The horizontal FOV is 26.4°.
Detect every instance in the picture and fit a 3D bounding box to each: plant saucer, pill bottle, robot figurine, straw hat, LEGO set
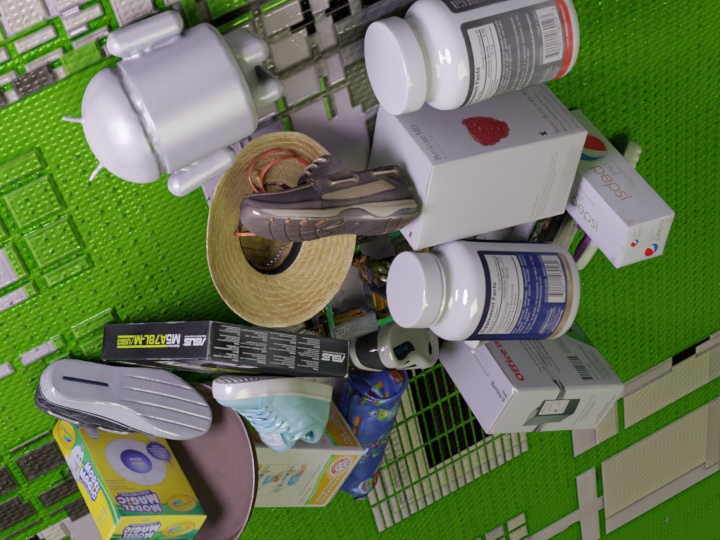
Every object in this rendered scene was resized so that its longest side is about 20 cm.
[{"bbox_3d":[-0.181,0.228,1.752,0.032,0.201,0.201,2,130,-48],"label":"plant saucer"},{"bbox_3d":[0.112,-0.229,1.554,0.198,0.116,0.117,-17,139,-20],"label":"pill bottle"},{"bbox_3d":[-0.173,-0.153,1.421,0.199,0.113,0.171,-26,114,-11],"label":"robot figurine"},{"bbox_3d":[0.133,0.022,1.689,0.198,0.111,0.112,1,130,-29],"label":"pill bottle"},{"bbox_3d":[-0.102,-0.047,1.607,0.200,0.085,0.203,-7,102,-37],"label":"straw hat"},{"bbox_3d":[0.000,0.000,1.749,0.199,0.116,0.155,-26,112,-17],"label":"LEGO set"}]

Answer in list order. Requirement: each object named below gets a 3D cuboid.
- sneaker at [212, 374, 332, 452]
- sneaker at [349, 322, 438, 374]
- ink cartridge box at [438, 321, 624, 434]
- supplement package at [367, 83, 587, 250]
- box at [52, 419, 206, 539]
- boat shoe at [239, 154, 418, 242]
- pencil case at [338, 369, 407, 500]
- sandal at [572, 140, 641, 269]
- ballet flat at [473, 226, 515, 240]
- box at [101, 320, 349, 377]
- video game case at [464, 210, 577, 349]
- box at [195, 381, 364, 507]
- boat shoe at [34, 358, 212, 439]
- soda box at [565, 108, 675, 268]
[{"bbox_3d":[-0.092,0.160,1.701,0.073,0.083,0.199,-3,171,34],"label":"sneaker"},{"bbox_3d":[0.019,0.088,1.871,0.111,0.074,0.200,-8,175,20],"label":"sneaker"},{"bbox_3d":[0.219,0.130,1.990,0.199,0.146,0.084,2,131,-37],"label":"ink cartridge box"},{"bbox_3d":[0.124,-0.122,1.671,0.198,0.122,0.120,-15,138,-25],"label":"supplement package"},{"bbox_3d":[-0.253,0.235,1.701,0.117,0.201,0.049,7,127,-41],"label":"box"},{"bbox_3d":[-0.036,-0.075,1.565,0.198,0.074,0.074,-2,163,-32],"label":"boat shoe"},{"bbox_3d":[0.002,0.200,1.954,0.087,0.078,0.201,-35,150,-44],"label":"pencil case"},{"bbox_3d":[0.280,-0.080,1.832,0.203,0.049,0.083,-60,176,-38],"label":"sandal"},{"bbox_3d":[0.159,-0.027,1.832,0.067,0.073,0.201,16,140,9],"label":"ballet flat"},{"bbox_3d":[-0.146,0.087,1.655,0.199,0.192,0.048,11,82,-44],"label":"box"},{"bbox_3d":[0.207,-0.012,1.855,0.181,0.023,0.201,-22,139,-58],"label":"video game case"},{"bbox_3d":[-0.112,0.212,1.854,0.199,0.113,0.102,9,125,-43],"label":"box"},{"bbox_3d":[-0.263,0.144,1.695,0.198,0.073,0.071,19,148,-22],"label":"boat shoe"},{"bbox_3d":[0.268,-0.096,1.742,0.068,0.200,0.064,-16,138,-23],"label":"soda box"}]
